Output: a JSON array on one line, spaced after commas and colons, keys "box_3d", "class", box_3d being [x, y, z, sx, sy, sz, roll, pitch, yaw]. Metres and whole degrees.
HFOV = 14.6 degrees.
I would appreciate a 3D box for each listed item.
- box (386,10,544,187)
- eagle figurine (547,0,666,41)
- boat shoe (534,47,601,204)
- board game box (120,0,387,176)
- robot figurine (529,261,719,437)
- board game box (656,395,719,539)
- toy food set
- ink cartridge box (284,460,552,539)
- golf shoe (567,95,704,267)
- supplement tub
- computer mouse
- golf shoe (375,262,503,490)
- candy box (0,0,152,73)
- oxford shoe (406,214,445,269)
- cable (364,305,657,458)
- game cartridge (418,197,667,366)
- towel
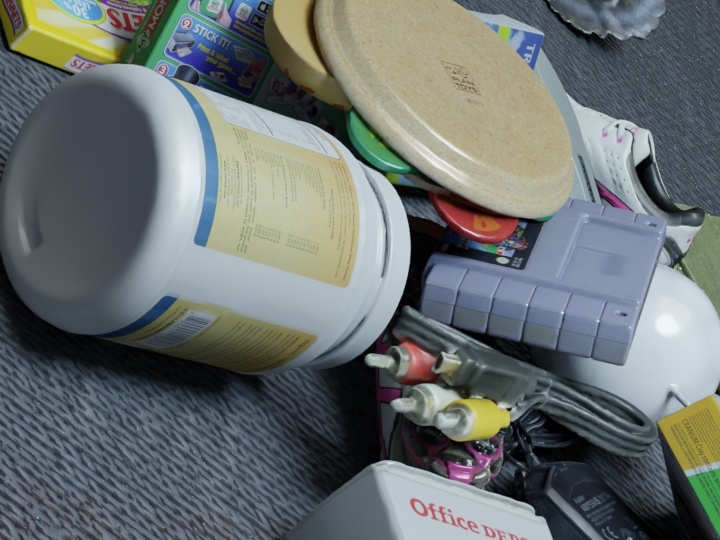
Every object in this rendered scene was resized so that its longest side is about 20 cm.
[{"box_3d": [0.049, -0.116, 1.872, 0.048, 0.122, 0.200, 25, 12, 34], "class": "box"}, {"box_3d": [0.180, -0.293, 2.321, 0.151, 0.151, 0.201, -29, 115, -24], "class": "eagle figurine"}, {"box_3d": [0.123, -0.071, 1.956, 0.071, 0.063, 0.201, 31, 41, -65], "class": "boat shoe"}, {"box_3d": [-0.049, -0.118, 1.721, 0.200, 0.135, 0.029, 26, 2, -38], "class": "board game box"}, {"box_3d": [0.171, 0.046, 1.815, 0.169, 0.113, 0.200, 36, 2, -7], "class": "robot figurine"}, {"box_3d": [0.243, 0.179, 1.771, 0.153, 0.040, 0.200, 63, -1, 22], "class": "board game box"}, {"box_3d": [0.046, -0.098, 1.673, 0.200, 0.049, 0.198, -6, 54, -54], "class": "toy food set"}, {"box_3d": [0.056, 0.215, 1.505, 0.145, 0.085, 0.201, 22, 40, -42], "class": "ink cartridge box"}, {"box_3d": [0.170, -0.085, 2.030, 0.200, 0.092, 0.073, 53, 28, 11], "class": "golf shoe"}, {"box_3d": [-0.082, -0.022, 1.534, 0.200, 0.145, 0.145, 17, 42, -47], "class": "supplement tub"}, {"box_3d": [0.140, 0.167, 1.735, 0.200, 0.053, 0.138, 48, 22, 18], "class": "computer mouse"}, {"box_3d": [0.037, 0.078, 1.656, 0.072, 0.092, 0.200, 16, 39, -11], "class": "golf shoe"}, {"box_3d": [-0.145, -0.151, 1.731, 0.200, 0.026, 0.103, 18, 43, -44], "class": "candy box"}, {"box_3d": [0.000, 0.000, 1.732, 0.200, 0.071, 0.073, 24, 59, -36], "class": "oxford shoe"}, {"box_3d": [0.082, 0.072, 1.601, 0.200, 0.050, 0.097, 19, 19, -47], "class": "cable"}, {"box_3d": [0.111, -0.005, 1.689, 0.129, 0.039, 0.200, 17, 22, 6], "class": "game cartridge"}, {"box_3d": [0.275, 0.030, 2.117, 0.148, 0.036, 0.200, 4, 51, -55], "class": "towel"}]
